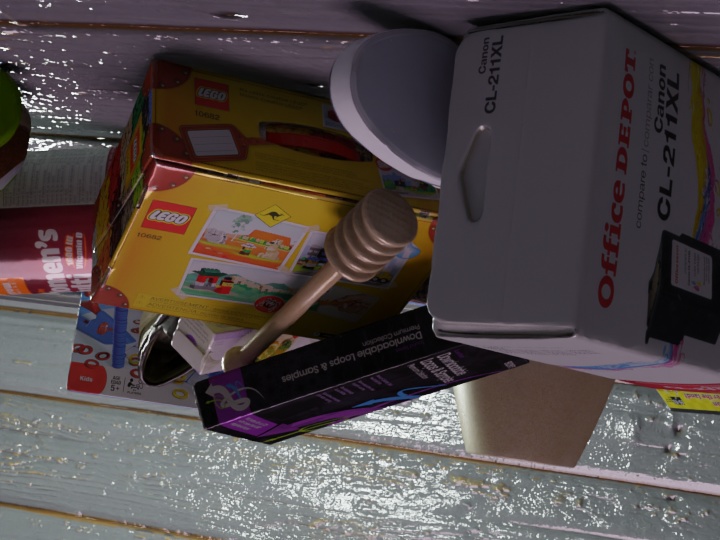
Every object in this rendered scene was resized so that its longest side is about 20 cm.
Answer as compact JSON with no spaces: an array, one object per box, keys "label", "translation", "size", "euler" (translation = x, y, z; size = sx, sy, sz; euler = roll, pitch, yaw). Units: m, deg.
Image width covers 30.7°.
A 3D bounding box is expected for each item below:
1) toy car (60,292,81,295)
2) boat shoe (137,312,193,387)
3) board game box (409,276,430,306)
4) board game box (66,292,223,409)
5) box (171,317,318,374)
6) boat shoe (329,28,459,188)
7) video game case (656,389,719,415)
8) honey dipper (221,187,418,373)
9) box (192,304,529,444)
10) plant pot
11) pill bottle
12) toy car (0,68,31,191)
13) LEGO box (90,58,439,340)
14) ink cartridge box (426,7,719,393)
[{"label":"toy car","translation":[-0.190,0.003,1.260],"size":[0.199,0.165,0.158],"euler":[27,167,-20]},{"label":"boat shoe","translation":[-0.122,0.039,1.038],"size":[0.073,0.065,0.200],"euler":[19,148,-21]},{"label":"board game box","translation":[0.137,-0.018,0.902],"size":[0.158,0.098,0.200],"euler":[11,173,-21]},{"label":"board game box","translation":[-0.146,0.024,1.167],"size":[0.198,0.198,0.056],"euler":[7,173,3]},{"label":"box","translation":[-0.051,0.039,0.998],"size":[0.199,0.039,0.041],"euler":[-9,-139,-46]},{"label":"boat shoe","translation":[0.047,-0.069,0.675],"size":[0.065,0.074,0.199],"euler":[-4,166,43]},{"label":"video game case","translation":[0.298,0.057,1.187],"size":[0.181,0.025,0.200],"euler":[53,160,-12]},{"label":"honey dipper","translation":[-0.035,0.018,0.793],"size":[0.038,0.038,0.200],"euler":[12,144,-31]},{"label":"box","translation":[0.007,0.067,0.861],"size":[0.198,0.036,0.143],"euler":[-20,165,9]},{"label":"plant pot","translation":[0.147,0.060,1.112],"size":[0.185,0.202,0.187],"euler":[8,174,1]},{"label":"pill bottle","translation":[-0.245,-0.037,1.007],"size":[0.198,0.111,0.110],"euler":[-3,174,-1]},{"label":"toy car","translation":[-0.309,-0.032,0.862],"size":[0.156,0.202,0.164],"euler":[10,173,-18]},{"label":"LEGO box","translation":[-0.054,-0.034,0.815],"size":[0.198,0.078,0.149],"euler":[11,142,-22]},{"label":"ink cartridge box","translation":[0.132,-0.023,0.640],"size":[0.082,0.147,0.199],"euler":[0,170,42]}]
